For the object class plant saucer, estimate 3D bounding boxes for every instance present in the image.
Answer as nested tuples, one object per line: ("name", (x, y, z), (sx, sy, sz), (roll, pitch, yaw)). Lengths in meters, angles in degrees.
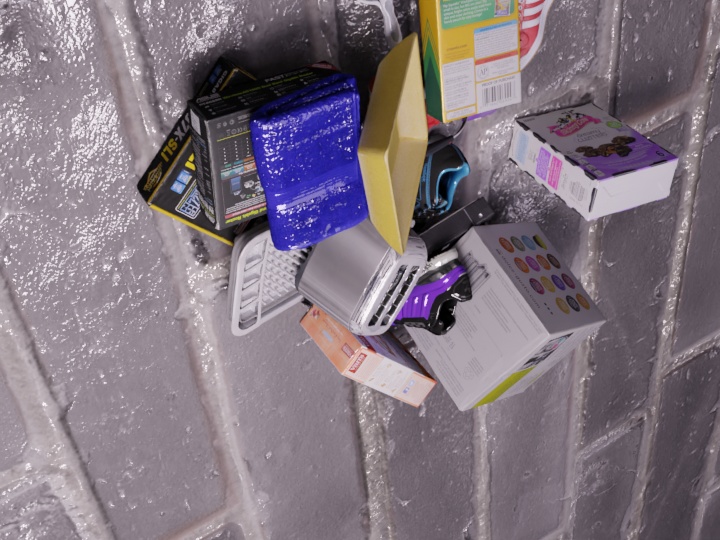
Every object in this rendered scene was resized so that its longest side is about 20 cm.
("plant saucer", (0.040, -0.156, 1.233), (0.201, 0.048, 0.203), (76, 23, -55))

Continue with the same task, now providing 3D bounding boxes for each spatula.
("spatula", (0.137, -0.201, 1.415), (0.199, 0.021, 0.056), (-38, 180, -32))

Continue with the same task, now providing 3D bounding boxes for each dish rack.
("dish rack", (-0.109, -0.016, 1.351), (0.199, 0.043, 0.174), (-30, 144, -38))

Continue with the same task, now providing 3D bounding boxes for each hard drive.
("hard drive", (0.101, -0.030, 1.497), (0.198, 0.038, 0.140), (-33, 170, -13))

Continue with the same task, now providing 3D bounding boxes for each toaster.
("toaster", (0.000, 0.000, 1.358), (0.113, 0.129, 0.202), (7, 117, -59))

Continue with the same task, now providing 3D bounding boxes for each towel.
("towel", (-0.052, -0.123, 1.187), (0.146, 0.050, 0.202), (-28, 135, -20))

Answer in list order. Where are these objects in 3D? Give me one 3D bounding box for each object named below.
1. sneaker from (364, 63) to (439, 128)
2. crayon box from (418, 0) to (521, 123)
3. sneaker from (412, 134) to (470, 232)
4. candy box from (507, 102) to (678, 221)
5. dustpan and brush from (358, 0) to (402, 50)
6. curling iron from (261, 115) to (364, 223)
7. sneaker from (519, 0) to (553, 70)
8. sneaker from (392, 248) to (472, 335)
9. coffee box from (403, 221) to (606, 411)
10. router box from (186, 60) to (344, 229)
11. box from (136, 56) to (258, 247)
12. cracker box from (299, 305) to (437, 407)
("sneaker", (0.086, -0.221, 1.380), (0.197, 0.079, 0.117), (-8, 138, -26))
("crayon box", (0.143, -0.307, 1.276), (0.124, 0.052, 0.203), (-17, 119, -21))
("sneaker", (0.084, -0.099, 1.447), (0.073, 0.082, 0.202), (13, 114, -45))
("candy box", (0.352, -0.172, 1.512), (0.165, 0.200, 0.073), (-16, 131, -27))
("dustpan and brush", (0.021, -0.361, 1.218), (0.138, 0.057, 0.202), (-29, 134, -18))
("curling iron", (-0.067, -0.138, 1.345), (0.201, 0.025, 0.050), (-50, 153, 0))
("sneaker", (0.213, -0.373, 1.349), (0.111, 0.071, 0.203), (12, 106, -46))
("sneaker", (0.087, 0.059, 1.455), (0.199, 0.100, 0.069), (-38, 169, 37))
("coffee box", (0.215, 0.067, 1.521), (0.196, 0.201, 0.200), (-6, 146, -51))
("router box", (-0.106, -0.154, 1.204), (0.197, 0.062, 0.152), (-21, 131, -25))
("box", (-0.164, -0.145, 1.247), (0.159, 0.049, 0.201), (27, 102, -44))
("cracker box", (0.014, 0.127, 1.523), (0.058, 0.134, 0.199), (-52, 137, 9))
